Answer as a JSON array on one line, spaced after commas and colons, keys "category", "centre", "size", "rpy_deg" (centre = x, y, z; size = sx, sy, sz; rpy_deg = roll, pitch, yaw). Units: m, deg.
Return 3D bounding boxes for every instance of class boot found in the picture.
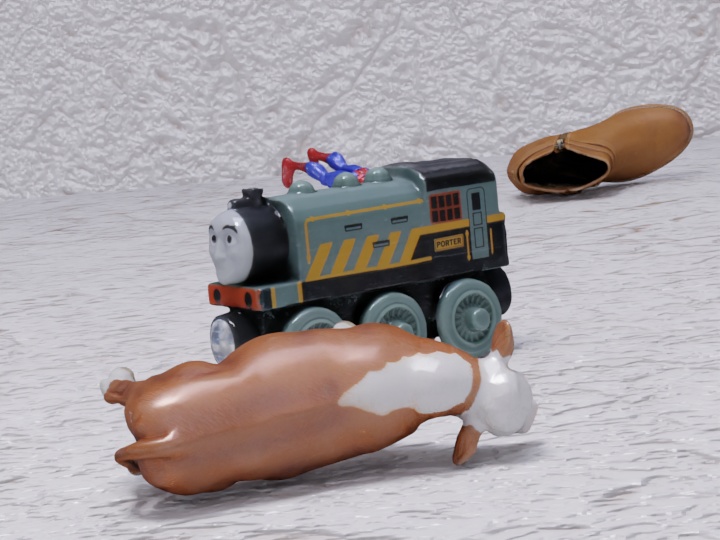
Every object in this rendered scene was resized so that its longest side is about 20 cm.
[{"category": "boot", "centre": [0.245, -0.121, 2.196], "size": [0.198, 0.077, 0.155], "rpy_deg": [-8, 5, 3]}]

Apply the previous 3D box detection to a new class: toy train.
[{"category": "toy train", "centre": [0.000, 0.000, 1.232], "size": [0.199, 0.115, 0.085], "rpy_deg": [-10, 7, -32]}]

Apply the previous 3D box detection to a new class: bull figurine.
[{"category": "bull figurine", "centre": [-0.021, 0.058, 0.979], "size": [0.198, 0.066, 0.121], "rpy_deg": [-6, 2, -22]}]

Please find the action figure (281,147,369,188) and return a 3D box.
[{"category": "action figure", "centre": [-0.004, -0.097, 2.353], "size": [0.065, 0.052, 0.199], "rpy_deg": [-17, 17, -35]}]
